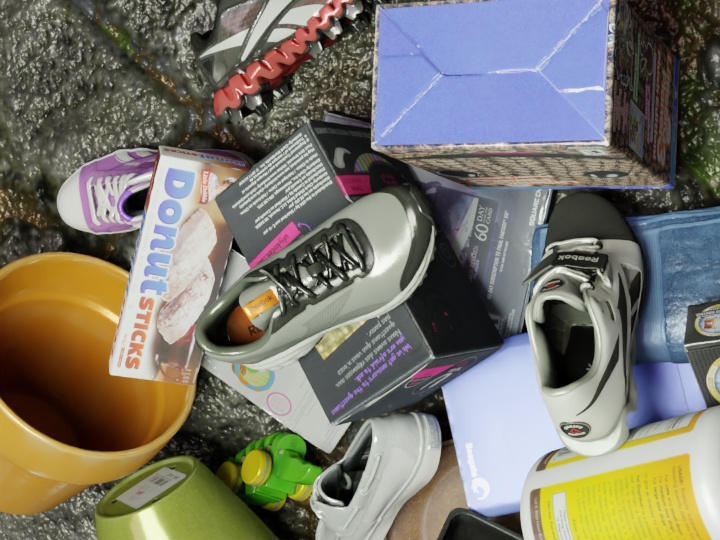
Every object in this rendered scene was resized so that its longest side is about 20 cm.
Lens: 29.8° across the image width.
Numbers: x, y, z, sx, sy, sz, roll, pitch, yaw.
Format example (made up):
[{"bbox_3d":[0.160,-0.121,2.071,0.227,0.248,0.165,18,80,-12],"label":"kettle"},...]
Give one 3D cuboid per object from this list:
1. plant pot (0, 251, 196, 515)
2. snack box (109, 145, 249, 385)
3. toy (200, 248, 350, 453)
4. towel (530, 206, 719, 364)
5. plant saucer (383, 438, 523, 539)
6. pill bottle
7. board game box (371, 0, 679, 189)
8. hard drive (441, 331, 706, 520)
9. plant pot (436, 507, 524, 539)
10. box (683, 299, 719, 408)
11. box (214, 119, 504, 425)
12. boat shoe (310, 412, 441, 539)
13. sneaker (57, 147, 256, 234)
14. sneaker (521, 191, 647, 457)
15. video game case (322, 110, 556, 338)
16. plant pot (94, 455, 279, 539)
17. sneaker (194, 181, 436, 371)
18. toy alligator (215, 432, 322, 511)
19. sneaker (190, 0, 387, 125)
[{"bbox_3d":[-0.271,0.116,1.181,0.200,0.200,0.183,50,131,8],"label":"plant pot"},{"bbox_3d":[-0.147,0.000,1.084,0.072,0.024,0.200,9,116,-16],"label":"snack box"},{"bbox_3d":[-0.077,0.051,1.140,0.200,0.047,0.115,33,122,1],"label":"toy"},{"bbox_3d":[0.221,0.012,0.977,0.199,0.049,0.112,-5,73,23],"label":"towel"},{"bbox_3d":[0.116,0.225,1.099,0.200,0.037,0.201,6,104,24],"label":"plant saucer"},{"bbox_3d":[0.213,0.155,0.908,0.200,0.109,0.110,-23,91,42],"label":"pill bottle"},{"bbox_3d":[0.119,-0.116,0.925,0.159,0.200,0.097,1,86,25],"label":"board game box"},{"bbox_3d":[0.166,0.106,1.029,0.199,0.025,0.132,-15,81,19],"label":"hard drive"},{"bbox_3d":[0.105,0.337,1.009,0.200,0.200,0.178,24,132,9],"label":"plant pot"},{"bbox_3d":[0.325,0.097,0.921,0.160,0.044,0.200,-11,126,25],"label":"box"},{"bbox_3d":[0.000,0.000,1.021,0.106,0.122,0.200,-35,75,27],"label":"box"},{"bbox_3d":[-0.004,0.178,1.092,0.200,0.068,0.072,128,146,-50],"label":"boat shoe"},{"bbox_3d":[-0.195,-0.066,1.139,0.200,0.114,0.073,-9,99,27],"label":"sneaker"},{"bbox_3d":[0.150,0.017,0.921,0.074,0.089,0.200,-14,53,23],"label":"sneaker"},{"bbox_3d":[0.050,-0.036,1.085,0.200,0.019,0.143,17,107,20],"label":"video game case"},{"bbox_3d":[-0.133,0.261,1.116,0.187,0.187,0.200,-17,106,27],"label":"plant pot"},{"bbox_3d":[-0.031,0.010,0.923,0.200,0.079,0.074,-36,72,26],"label":"sneaker"},{"bbox_3d":[-0.098,0.179,1.181,0.200,0.059,0.054,-28,48,45],"label":"toy alligator"},{"bbox_3d":[-0.059,-0.204,1.069,0.200,0.071,0.098,-35,87,28],"label":"sneaker"}]
